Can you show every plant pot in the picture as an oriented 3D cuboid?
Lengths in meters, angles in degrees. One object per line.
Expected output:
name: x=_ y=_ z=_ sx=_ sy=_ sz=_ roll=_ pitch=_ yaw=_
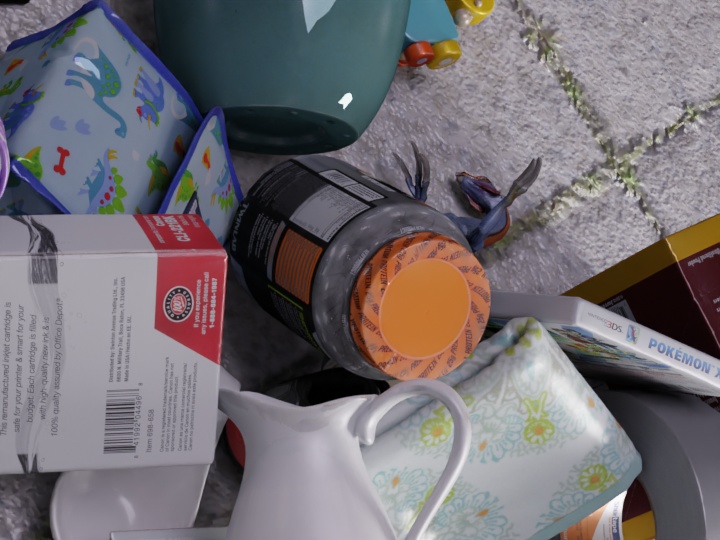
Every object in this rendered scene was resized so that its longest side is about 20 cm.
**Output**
plant pot: x=-0.057 y=-0.176 z=1.559 sx=0.200 sy=0.200 sz=0.162 roll=10 pitch=75 yaw=-33

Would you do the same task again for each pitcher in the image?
pitcher: x=-0.009 y=0.170 z=1.368 sx=0.121 sy=0.171 sz=0.201 roll=14 pitch=70 yaw=-73

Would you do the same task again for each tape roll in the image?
tape roll: x=0.201 y=0.187 z=1.565 sx=0.066 sy=0.200 sz=0.201 roll=3 pitch=67 yaw=-36

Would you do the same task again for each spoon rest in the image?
spoon rest: x=-0.136 y=0.128 z=1.434 sx=0.099 sy=0.061 sz=0.200 roll=44 pitch=49 yaw=-14

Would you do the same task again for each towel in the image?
towel: x=0.077 y=0.138 z=1.478 sx=0.171 sy=0.200 sz=0.048 roll=49 pitch=11 yaw=-43

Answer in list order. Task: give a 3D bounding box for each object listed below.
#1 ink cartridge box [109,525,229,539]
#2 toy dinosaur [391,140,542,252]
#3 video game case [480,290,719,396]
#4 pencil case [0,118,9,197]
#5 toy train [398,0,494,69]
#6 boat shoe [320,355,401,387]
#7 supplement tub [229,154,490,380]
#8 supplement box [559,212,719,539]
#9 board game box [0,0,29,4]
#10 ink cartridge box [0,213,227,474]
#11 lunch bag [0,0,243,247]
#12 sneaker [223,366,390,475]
ink cartridge box: x=-0.079 y=0.258 z=1.421 sx=0.199 sy=0.043 sz=0.174 roll=3 pitch=65 yaw=-39
toy dinosaur: x=0.048 y=-0.025 z=1.661 sx=0.105 sy=0.201 sz=0.181 roll=37 pitch=13 yaw=31
video game case: x=0.145 y=0.049 z=1.532 sx=0.182 sy=0.199 sz=0.022 roll=23 pitch=79 yaw=-37
pencil case: x=-0.267 y=-0.089 z=1.338 sx=0.084 sy=0.086 sz=0.200 roll=14 pitch=17 yaw=-19
toy train: x=0.039 y=-0.243 z=1.754 sx=0.150 sy=0.056 sz=0.200 roll=40 pitch=47 yaw=-13
boat shoe: x=0.046 y=0.078 z=1.600 sx=0.199 sy=0.067 sz=0.057 roll=17 pitch=39 yaw=-36
supplement tub: x=0.000 y=0.000 z=1.467 sx=0.122 sy=0.200 sz=0.123 roll=-8 pitch=110 yaw=-24
supplement box: x=0.255 y=0.081 z=1.659 sx=0.132 sy=0.197 sz=0.201 roll=-21 pitch=83 yaw=-41
board game box: x=-0.313 y=-0.283 z=1.522 sx=0.135 sy=0.028 sz=0.201 roll=-7 pitch=73 yaw=-40
ink cartridge box: x=-0.192 y=0.044 z=1.339 sx=0.199 sy=0.084 sz=0.145 roll=-1 pitch=109 yaw=-18
lunch bag: x=-0.170 y=-0.050 z=1.462 sx=0.200 sy=0.127 sz=0.171 roll=48 pitch=44 yaw=-28
sneaker: x=0.007 y=0.116 z=1.520 sx=0.200 sy=0.098 sz=0.071 roll=14 pitch=51 yaw=-33
